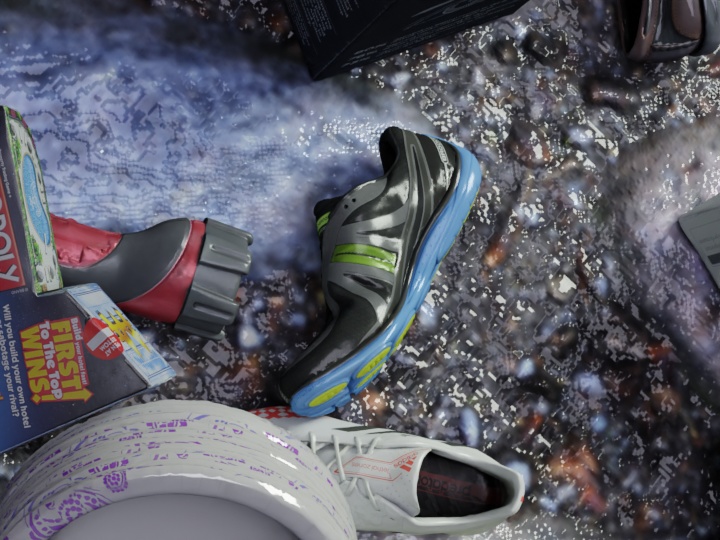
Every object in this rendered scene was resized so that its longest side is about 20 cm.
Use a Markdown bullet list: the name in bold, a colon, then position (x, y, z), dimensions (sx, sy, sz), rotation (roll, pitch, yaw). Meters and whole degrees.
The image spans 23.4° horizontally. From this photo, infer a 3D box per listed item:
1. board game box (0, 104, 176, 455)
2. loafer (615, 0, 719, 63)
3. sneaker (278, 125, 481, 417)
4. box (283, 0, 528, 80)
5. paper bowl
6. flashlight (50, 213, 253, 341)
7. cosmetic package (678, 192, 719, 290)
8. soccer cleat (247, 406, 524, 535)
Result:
- **board game box**: position (-0.205, 0.022, 0.903), dimensions (0.198, 0.062, 0.202), rotation (-9, 92, 7)
- **loafer**: position (0.176, -0.230, 1.100), dimensions (0.063, 0.072, 0.202), rotation (-15, 89, -13)
- **sneaker**: position (0.000, 0.000, 1.013), dimensions (0.082, 0.071, 0.200), rotation (28, 63, 0)
- **box**: position (0.041, -0.198, 0.984), dimensions (0.147, 0.200, 0.105), rotation (-21, 88, -18)
- **paper bowl**: position (-0.100, 0.158, 0.915), dimensions (0.199, 0.105, 0.202), rotation (-3, 121, -5)
- **flashlight**: position (-0.162, -0.020, 0.970), dimensions (0.199, 0.068, 0.068), rotation (19, 61, -12)
- **cosmetic package**: position (0.347, -0.002, 1.088), dimensions (0.199, 0.123, 0.201), rotation (-32, 93, -18)
- **soccer cleat**: position (-0.002, 0.116, 0.987), dimensions (0.198, 0.085, 0.069), rotation (10, 79, -15)
